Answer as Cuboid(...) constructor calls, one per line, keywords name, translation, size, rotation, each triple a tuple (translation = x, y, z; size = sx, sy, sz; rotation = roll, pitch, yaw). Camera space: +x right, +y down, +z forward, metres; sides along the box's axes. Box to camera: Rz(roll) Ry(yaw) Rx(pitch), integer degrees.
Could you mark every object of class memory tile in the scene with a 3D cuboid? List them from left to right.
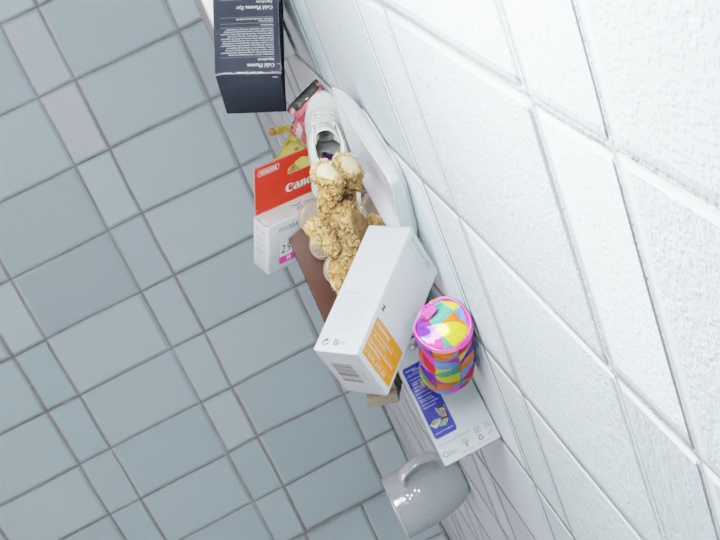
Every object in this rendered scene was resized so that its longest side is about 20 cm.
Cuboid(name="memory tile", translation=(-0.005, -0.050, 1.646), size=(0.017, 0.153, 0.202), rotation=(26, -148, -58))

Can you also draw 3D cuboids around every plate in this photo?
Cuboid(name="plate", translation=(0.028, -0.132, 1.524), size=(0.201, 0.032, 0.201), rotation=(61, 175, 36))

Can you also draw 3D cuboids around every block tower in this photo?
Cuboid(name="block tower", translation=(0.042, 0.133, 1.768), size=(0.201, 0.053, 0.058), rotation=(-77, -33, -56))

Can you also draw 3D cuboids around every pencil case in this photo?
Cuboid(name="pencil case", translation=(0.113, 0.106, 1.509), size=(0.089, 0.087, 0.201), rotation=(62, 172, 22))

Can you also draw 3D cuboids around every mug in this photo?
Cuboid(name="mug", translation=(0.148, 0.486, 2.498), size=(0.148, 0.173, 0.202), rotation=(58, 172, 46))

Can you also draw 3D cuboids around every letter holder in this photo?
Cuboid(name="letter holder", translation=(0.000, 0.000, 1.696), size=(0.100, 0.142, 0.202), rotation=(17, -139, -53))

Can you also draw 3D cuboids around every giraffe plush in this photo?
Cuboid(name="giraffe plush", translation=(-0.092, -0.186, 2.037), size=(0.162, 0.170, 0.204), rotation=(-159, 77, -68))

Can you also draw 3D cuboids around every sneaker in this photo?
Cuboid(name="sneaker", translation=(-0.067, -0.251, 1.845), size=(0.087, 0.074, 0.200), rotation=(43, 171, 7))
Cuboid(name="sneaker", translation=(-0.043, -0.201, 1.625), size=(0.100, 0.074, 0.202), rotation=(90, 174, -54))

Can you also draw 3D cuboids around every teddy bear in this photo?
Cuboid(name="teddy bear", translation=(-0.024, -0.062, 1.516), size=(0.145, 0.066, 0.202), rotation=(-51, -53, -49))

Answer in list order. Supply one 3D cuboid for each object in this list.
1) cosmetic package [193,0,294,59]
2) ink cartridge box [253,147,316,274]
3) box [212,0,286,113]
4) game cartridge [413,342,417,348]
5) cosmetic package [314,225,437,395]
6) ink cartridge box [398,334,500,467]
Cuboid(name="cosmetic package", translation=(-0.222, -0.464, 1.985), size=(0.200, 0.121, 0.202), rotation=(-126, 11, -71))
Cuboid(name="ink cartridge box", translation=(-0.083, -0.108, 1.757), size=(0.043, 0.198, 0.176), rotation=(35, 136, 35))
Cuboid(name="box", translation=(-0.172, -0.363, 1.724), size=(0.200, 0.102, 0.185), rotation=(98, 168, -81))
Cuboid(name="game cartridge", translation=(0.088, 0.068, 1.878), size=(0.201, 0.041, 0.134), rotation=(72, 175, -57))
Cuboid(name="cosmetic package", translation=(0.024, 0.051, 1.453), size=(0.070, 0.202, 0.102), rotation=(3, 146, 34))
Cuboid(name="ink cartridge box", translation=(0.127, 0.189, 1.689), size=(0.039, 0.098, 0.202), rotation=(84, 160, -80))
